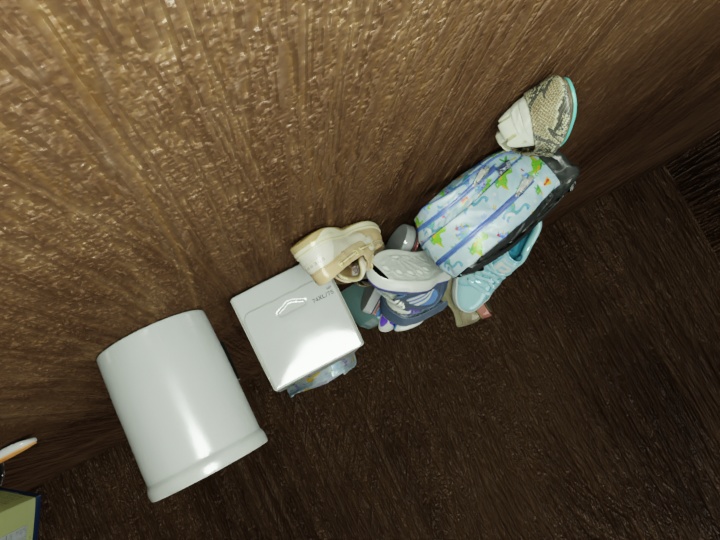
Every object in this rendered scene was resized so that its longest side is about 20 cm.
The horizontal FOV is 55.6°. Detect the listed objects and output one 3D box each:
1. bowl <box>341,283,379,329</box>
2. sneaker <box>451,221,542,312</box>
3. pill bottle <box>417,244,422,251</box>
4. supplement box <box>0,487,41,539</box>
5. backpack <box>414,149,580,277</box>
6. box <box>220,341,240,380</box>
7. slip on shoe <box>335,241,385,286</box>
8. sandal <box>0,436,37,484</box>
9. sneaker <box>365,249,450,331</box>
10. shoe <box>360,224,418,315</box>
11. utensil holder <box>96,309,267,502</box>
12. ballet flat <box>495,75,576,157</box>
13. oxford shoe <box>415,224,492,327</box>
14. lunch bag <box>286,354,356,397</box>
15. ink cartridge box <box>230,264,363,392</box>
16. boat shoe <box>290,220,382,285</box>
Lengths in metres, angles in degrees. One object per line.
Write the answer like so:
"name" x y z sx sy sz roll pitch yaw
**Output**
"bowl" 0.045 0.068 1.629 0.199 0.106 0.201 -27 172 -4
"sneaker" 0.203 -0.015 1.029 0.202 0.073 0.082 -62 -170 17
"pill bottle" 0.140 -0.034 1.207 0.199 0.112 0.110 -31 172 30
"supplement box" -0.742 0.493 1.257 0.197 0.136 0.200 5 179 11
"backpack" 0.169 -0.078 0.914 0.201 0.153 0.163 -55 -176 -7
"box" -0.360 0.233 1.354 0.163 0.087 0.200 -21 171 -41
"slip on shoe" 0.000 0.000 1.125 0.075 0.061 0.200 -24 172 -23
"sandal" -0.690 0.380 1.274 0.205 0.060 0.079 -28 173 8
"sneaker" 0.055 0.046 1.024 0.199 0.081 0.147 -10 136 -52
"shoe" 0.075 0.009 1.139 0.090 0.072 0.201 16 133 -13
"utensil holder" -0.243 0.178 0.919 0.168 0.202 0.170 -27 173 -4
"ballet flat" 0.182 -0.152 0.730 0.074 0.069 0.200 -12 178 10
"oxford shoe" 0.136 0.006 1.116 0.074 0.201 0.070 -30 -174 19
"lunch bag" -0.091 0.128 1.257 0.126 0.171 0.200 -22 171 -24
"ink cartridge box" -0.095 0.088 1.043 0.145 0.147 0.200 -26 173 -8
"boat shoe" -0.020 -0.017 0.885 0.073 0.070 0.199 -31 173 27
